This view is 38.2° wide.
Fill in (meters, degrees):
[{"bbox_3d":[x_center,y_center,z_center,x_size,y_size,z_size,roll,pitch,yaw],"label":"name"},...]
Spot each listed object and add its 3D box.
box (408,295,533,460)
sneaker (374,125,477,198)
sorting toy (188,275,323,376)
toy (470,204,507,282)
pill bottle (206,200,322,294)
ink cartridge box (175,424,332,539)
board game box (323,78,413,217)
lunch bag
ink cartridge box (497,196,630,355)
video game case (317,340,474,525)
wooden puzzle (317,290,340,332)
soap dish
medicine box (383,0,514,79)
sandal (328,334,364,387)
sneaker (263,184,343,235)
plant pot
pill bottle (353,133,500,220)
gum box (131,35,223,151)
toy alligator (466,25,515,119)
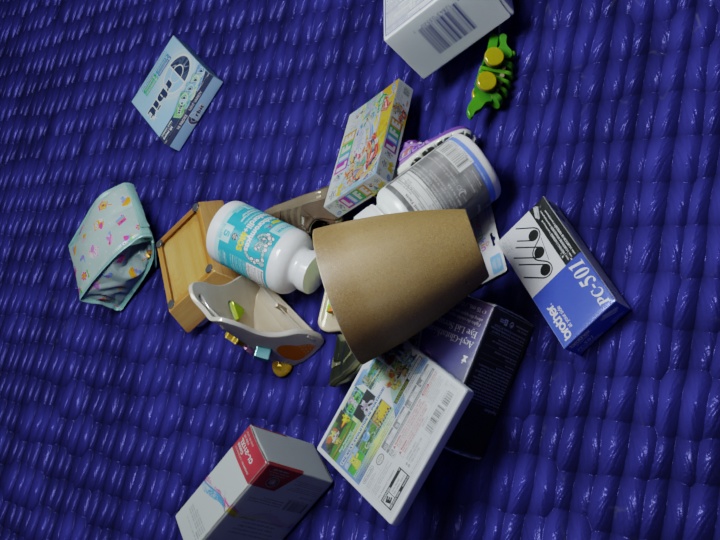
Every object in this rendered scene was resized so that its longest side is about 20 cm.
[{"bbox_3d":[0.123,0.134,1.424,0.147,0.104,0.203,18,85,45],"label":"box"},{"bbox_3d":[0.090,-0.179,1.610,0.198,0.080,0.085,-25,51,35],"label":"sneaker"},{"bbox_3d":[-0.190,0.078,1.688,0.108,0.179,0.200,-56,45,8],"label":"sorting toy"},{"bbox_3d":[0.113,-0.012,1.535,0.199,0.047,0.117,-31,55,31],"label":"toy"},{"bbox_3d":[-0.153,-0.032,1.730,0.198,0.111,0.112,25,89,26],"label":"pill bottle"},{"bbox_3d":[-0.163,0.346,1.572,0.201,0.145,0.083,-50,45,15],"label":"ink cartridge box"},{"bbox_3d":[0.014,-0.196,1.662,0.134,0.034,0.203,-30,37,45],"label":"board game box"},{"bbox_3d":[-0.481,-0.052,2.062,0.201,0.121,0.172,-49,45,23],"label":"lunch bag"},{"bbox_3d":[0.267,0.005,1.385,0.094,0.044,0.201,-46,48,21],"label":"ink cartridge box"},{"bbox_3d":[0.042,0.202,1.383,0.182,0.022,0.202,35,99,46],"label":"video game case"},{"bbox_3d":[0.000,0.000,1.613,0.199,0.037,0.188,-8,66,59],"label":"wooden puzzle"},{"bbox_3d":[-0.296,-0.014,1.898,0.157,0.081,0.202,-39,49,25],"label":"soap dish"},{"bbox_3d":[0.133,-0.436,1.627,0.181,0.103,0.202,-32,37,29],"label":"medicine box"},{"bbox_3d":[-0.006,0.135,1.538,0.201,0.056,0.081,152,130,-73],"label":"sandal"},{"bbox_3d":[-0.099,-0.086,1.752,0.199,0.070,0.077,-14,97,56],"label":"sneaker"},{"bbox_3d":[0.062,0.000,1.358,0.197,0.187,0.189,-20,56,6],"label":"plant pot"},{"bbox_3d":[0.094,-0.095,1.493,0.199,0.114,0.114,-37,46,-8],"label":"pill bottle"},{"bbox_3d":[-0.383,-0.370,2.158,0.171,0.044,0.200,-54,44,11],"label":"gum box"},{"bbox_3d":[0.211,-0.314,1.576,0.053,0.059,0.203,18,74,1],"label":"toy alligator"}]
